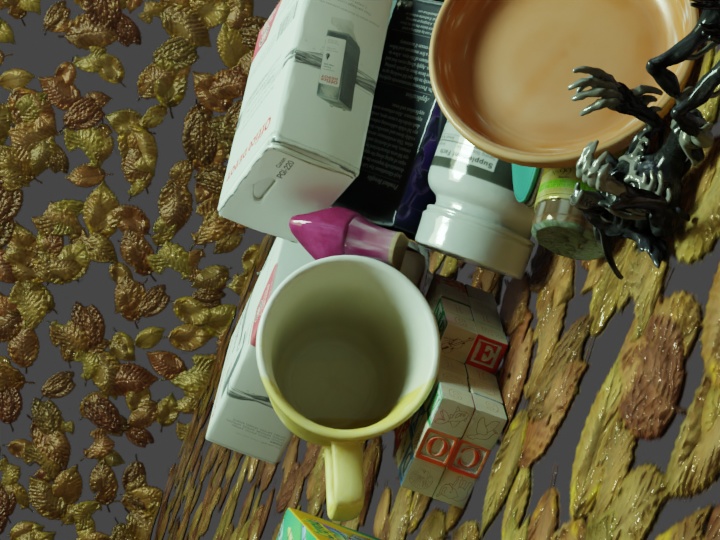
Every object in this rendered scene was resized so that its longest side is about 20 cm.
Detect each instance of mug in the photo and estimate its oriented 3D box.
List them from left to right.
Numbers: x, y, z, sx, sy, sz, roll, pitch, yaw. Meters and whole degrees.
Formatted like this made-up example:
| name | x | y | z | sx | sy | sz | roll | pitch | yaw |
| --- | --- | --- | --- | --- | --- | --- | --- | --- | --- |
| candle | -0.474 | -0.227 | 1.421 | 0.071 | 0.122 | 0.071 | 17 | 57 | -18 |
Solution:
| name | x | y | z | sx | sy | sz | roll | pitch | yaw |
| --- | --- | --- | --- | --- | --- | --- | --- | --- | --- |
| mug | -0.027 | 0.096 | 1.406 | 0.188 | 0.149 | 0.153 | -59 | -2 | -18 |

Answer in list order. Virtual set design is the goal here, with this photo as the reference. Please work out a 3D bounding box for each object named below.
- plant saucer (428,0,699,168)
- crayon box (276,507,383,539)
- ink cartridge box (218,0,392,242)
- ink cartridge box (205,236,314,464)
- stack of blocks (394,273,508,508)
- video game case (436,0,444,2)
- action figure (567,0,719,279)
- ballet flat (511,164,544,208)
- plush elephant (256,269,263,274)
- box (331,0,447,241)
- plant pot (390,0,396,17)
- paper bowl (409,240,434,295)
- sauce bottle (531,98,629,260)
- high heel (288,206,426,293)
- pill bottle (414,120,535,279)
| name | x | y | z | sx | sy | sz | roll | pitch | yaw |
| --- | --- | --- | --- | --- | --- | --- | --- | --- | --- |
| plant saucer | 0.149 | -0.160 | 1.227 | 0.037 | 0.198 | 0.202 | 53 | -130 | -60 |
| crayon box | -0.003 | 0.251 | 1.371 | 0.200 | 0.118 | 0.059 | -178 | 108 | -80 |
| ink cartridge box | -0.048 | -0.148 | 1.460 | 0.146 | 0.084 | 0.202 | 135 | 152 | -57 |
| ink cartridge box | -0.076 | 0.069 | 1.646 | 0.146 | 0.084 | 0.201 | -79 | 10 | -45 |
| stack of blocks | 0.075 | 0.097 | 1.422 | 0.200 | 0.058 | 0.116 | -95 | 26 | -68 |
| video game case | 0.111 | -0.251 | 1.613 | 0.022 | 0.182 | 0.202 | -8 | 53 | 39 |
| action figure | 0.180 | -0.087 | 1.083 | 0.119 | 0.101 | 0.201 | -100 | 31 | -50 |
| ballet flat | 0.155 | -0.150 | 1.311 | 0.068 | 0.072 | 0.202 | 167 | 102 | -70 |
| plush elephant | -0.008 | 0.022 | 1.831 | 0.199 | 0.156 | 0.164 | -33 | -21 | 18 |
| box | 0.080 | -0.121 | 1.497 | 0.104 | 0.147 | 0.202 | 21 | 93 | 50 |
| plant pot | 0.069 | -0.228 | 1.761 | 0.196 | 0.194 | 0.202 | 129 | 143 | -62 |
| paper bowl | 0.020 | 0.067 | 1.661 | 0.201 | 0.103 | 0.203 | -160 | 90 | -80 |
| sauce bottle | 0.177 | -0.110 | 1.251 | 0.065 | 0.064 | 0.202 | 133 | 155 | -66 |
| high heel | 0.000 | 0.000 | 1.464 | 0.200 | 0.095 | 0.068 | 53 | -127 | -72 |
| pill bottle | 0.123 | -0.102 | 1.391 | 0.114 | 0.113 | 0.202 | -164 | 93 | -81 |
